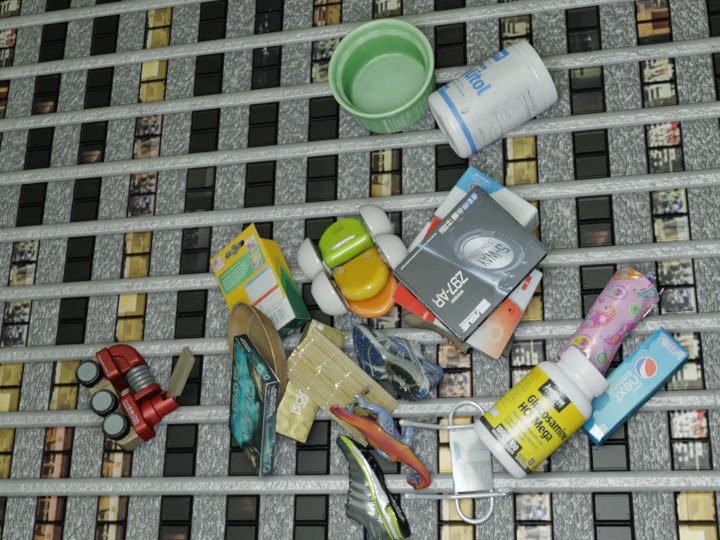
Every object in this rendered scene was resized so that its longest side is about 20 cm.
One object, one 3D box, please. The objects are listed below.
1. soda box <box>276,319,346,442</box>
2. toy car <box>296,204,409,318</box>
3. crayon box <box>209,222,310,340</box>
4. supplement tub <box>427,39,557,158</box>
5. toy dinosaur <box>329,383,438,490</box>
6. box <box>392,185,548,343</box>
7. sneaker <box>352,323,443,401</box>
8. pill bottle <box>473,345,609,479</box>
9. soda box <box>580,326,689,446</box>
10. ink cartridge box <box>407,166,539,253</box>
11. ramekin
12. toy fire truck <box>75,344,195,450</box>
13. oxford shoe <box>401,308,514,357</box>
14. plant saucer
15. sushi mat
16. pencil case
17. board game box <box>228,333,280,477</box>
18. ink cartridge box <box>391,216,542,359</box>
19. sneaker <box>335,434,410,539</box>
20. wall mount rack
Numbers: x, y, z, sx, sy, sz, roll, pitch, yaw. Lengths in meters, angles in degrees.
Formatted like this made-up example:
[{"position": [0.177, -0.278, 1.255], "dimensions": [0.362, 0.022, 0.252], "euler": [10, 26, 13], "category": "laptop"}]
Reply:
[{"position": [-0.094, 0.191, 1.674], "dimensions": [0.067, 0.064, 0.201], "euler": [23, 78, -10], "category": "soda box"}, {"position": [0.000, 0.000, 1.675], "dimensions": [0.174, 0.150, 0.201], "euler": [-31, 44, 3], "category": "toy car"}, {"position": [-0.182, 0.034, 1.747], "dimensions": [0.125, 0.051, 0.201], "euler": [-37, 65, 26], "category": "crayon box"}, {"position": [0.232, -0.302, 1.726], "dimensions": [0.199, 0.132, 0.133], "euler": [-32, 67, 3], "category": "supplement tub"}, {"position": [0.038, 0.286, 1.576], "dimensions": [0.105, 0.199, 0.182], "euler": [-47, 72, 31], "category": "toy dinosaur"}, {"position": [0.175, -0.010, 1.556], "dimensions": [0.200, 0.044, 0.160], "euler": [-45, 77, -3], "category": "box"}, {"position": [0.063, 0.149, 1.658], "dimensions": [0.085, 0.078, 0.200], "euler": [-20, 41, -33], "category": "sneaker"}, {"position": [0.278, 0.213, 1.484], "dimensions": [0.200, 0.112, 0.113], "euler": [-43, 67, 1], "category": "pill bottle"}, {"position": [0.427, 0.185, 1.543], "dimensions": [0.200, 0.068, 0.064], "euler": [-43, 67, -2], "category": "soda box"}, {"position": [0.191, -0.052, 1.677], "dimensions": [0.145, 0.084, 0.201], "euler": [36, 84, 20], "category": "ink cartridge box"}, {"position": [0.047, -0.355, 1.811], "dimensions": [0.198, 0.098, 0.202], "euler": [-5, 71, 14], "category": "ramekin"}, {"position": [-0.388, 0.196, 1.744], "dimensions": [0.199, 0.129, 0.177], "euler": [-31, 66, -9], "category": "toy fire truck"}, {"position": [0.161, 0.103, 1.643], "dimensions": [0.198, 0.070, 0.075], "euler": [6, 76, 17], "category": "oxford shoe"}, {"position": [-0.168, 0.147, 1.639], "dimensions": [0.035, 0.201, 0.201], "euler": [-12, 64, -28], "category": "plant saucer"}, {"position": [-0.035, 0.196, 1.644], "dimensions": [0.200, 0.012, 0.096], "euler": [42, 83, -6], "category": "sushi mat"}, {"position": [0.403, 0.088, 1.575], "dimensions": [0.087, 0.087, 0.200], "euler": [35, 83, 23], "category": "pencil case"}, {"position": [-0.179, 0.225, 1.620], "dimensions": [0.028, 0.201, 0.135], "euler": [-12, 36, -27], "category": "board game box"}, {"position": [0.174, 0.026, 1.584], "dimensions": [0.199, 0.050, 0.163], "euler": [30, 84, -5], "category": "ink cartridge box"}, {"position": [0.002, 0.363, 1.600], "dimensions": [0.081, 0.074, 0.201], "euler": [-32, 65, 6], "category": "sneaker"}, {"position": [0.152, 0.303, 1.565], "dimensions": [0.172, 0.075, 0.202], "euler": [-4, 70, 1], "category": "wall mount rack"}]
